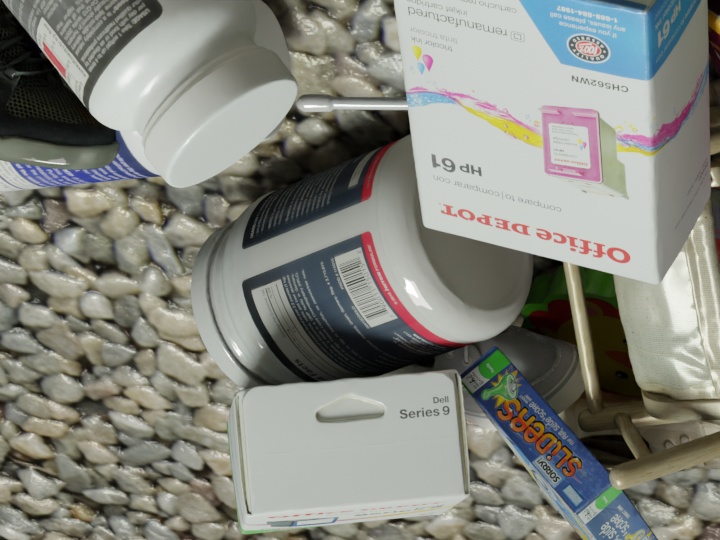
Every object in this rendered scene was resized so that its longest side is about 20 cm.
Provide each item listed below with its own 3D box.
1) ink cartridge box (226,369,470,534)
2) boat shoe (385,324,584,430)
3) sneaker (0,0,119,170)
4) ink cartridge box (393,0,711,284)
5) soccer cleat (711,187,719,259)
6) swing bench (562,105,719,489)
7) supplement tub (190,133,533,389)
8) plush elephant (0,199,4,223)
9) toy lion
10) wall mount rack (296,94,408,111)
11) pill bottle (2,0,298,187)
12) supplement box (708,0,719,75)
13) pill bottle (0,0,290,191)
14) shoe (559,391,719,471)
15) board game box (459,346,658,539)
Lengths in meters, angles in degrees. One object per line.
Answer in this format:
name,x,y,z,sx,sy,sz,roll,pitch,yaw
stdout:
ink cartridge box,-0.011,0.121,1.714,0.145,0.088,0.200,-5,170,-5
boat shoe,0.076,0.058,1.803,0.069,0.072,0.200,46,162,-29
sneaker,-0.219,-0.133,1.553,0.199,0.076,0.114,29,112,31
ink cartridge box,0.104,-0.100,1.382,0.144,0.085,0.200,15,142,22
soccer cleat,0.252,-0.015,1.654,0.200,0.073,0.068,14,146,2
swing bench,0.222,0.003,1.563,0.200,0.130,0.199,-12,106,-2
supplement tub,0.000,0.000,1.714,0.200,0.141,0.140,-20,131,40
plush elephant,-0.343,-0.037,1.781,0.165,0.155,0.200,-19,132,39
toy lion,0.205,0.044,1.764,0.191,0.069,0.200,23,151,3
wall mount rack,0.049,-0.151,1.477,0.075,0.174,0.200,48,160,32
pill bottle,-0.132,-0.152,1.503,0.200,0.116,0.116,52,146,13
supplement box,0.273,-0.086,1.431,0.110,0.086,0.200,-29,107,2
pill bottle,-0.151,-0.116,1.632,0.200,0.120,0.120,-4,141,26
shoe,0.198,0.116,1.771,0.200,0.053,0.070,4,142,44
board game box,0.145,0.145,1.693,0.034,0.135,0.200,-40,141,-2
